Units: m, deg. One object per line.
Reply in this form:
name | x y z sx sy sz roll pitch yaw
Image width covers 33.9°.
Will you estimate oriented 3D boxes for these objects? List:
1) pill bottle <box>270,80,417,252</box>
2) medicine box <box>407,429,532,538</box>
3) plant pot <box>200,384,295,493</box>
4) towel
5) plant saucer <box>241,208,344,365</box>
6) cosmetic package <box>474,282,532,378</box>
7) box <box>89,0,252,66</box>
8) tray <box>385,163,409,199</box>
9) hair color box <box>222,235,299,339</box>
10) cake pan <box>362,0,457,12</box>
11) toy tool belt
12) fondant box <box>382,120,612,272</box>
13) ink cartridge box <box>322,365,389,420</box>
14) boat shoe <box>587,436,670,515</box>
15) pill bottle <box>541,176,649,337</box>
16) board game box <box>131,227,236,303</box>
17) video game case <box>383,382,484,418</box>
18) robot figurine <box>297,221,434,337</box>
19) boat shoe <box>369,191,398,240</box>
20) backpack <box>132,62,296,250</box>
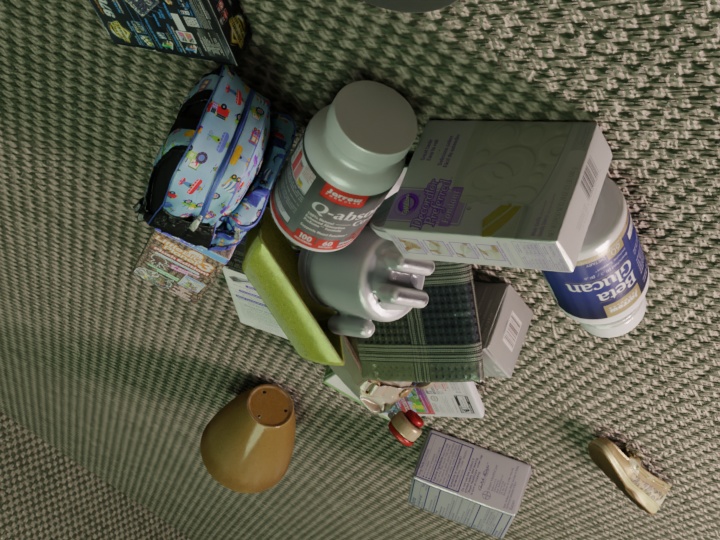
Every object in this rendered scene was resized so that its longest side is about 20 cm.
pill bottle | -0.019 -0.114 1.302 0.116 0.116 0.200 26 146 -7
medicine box | 0.198 0.397 2.189 0.200 0.103 0.182 20 156 8
plant pot | -0.200 0.309 2.300 0.186 0.187 0.200 25 142 -5
towel | 0.069 0.051 1.538 0.200 0.035 0.193 -2 101 38
plant saucer | -0.096 0.025 1.540 0.200 0.048 0.200 57 -174 -15
cosmetic package | 0.120 0.077 1.599 0.200 0.107 0.090 1 148 36
box | -0.212 -0.297 1.196 0.159 0.046 0.200 13 154 21
tray | 0.109 -0.093 1.361 0.200 0.022 0.107 6 150 33
hair color box | -0.136 0.030 1.779 0.109 0.065 0.200 19 157 12
cake pan | 0.023 -0.292 1.009 0.200 0.037 0.200 19 156 9
toy tool belt | 0.045 0.142 1.713 0.200 0.123 0.125 47 -170 14
fondant box | 0.139 -0.080 1.210 0.200 0.144 0.058 5 151 35
ink cartridge box | 0.053 0.166 1.915 0.145 0.048 0.200 33 139 -22
boat shoe | 0.429 0.316 1.885 0.200 0.063 0.073 47 173 -37
pill bottle | 0.254 -0.010 1.294 0.111 0.111 0.200 8 152 30
board game box | -0.203 -0.071 1.515 0.097 0.160 0.200 27 156 -10
video game case | 0.085 0.167 1.847 0.182 0.023 0.200 -1 141 22
robot figurine | 0.000 0.000 1.473 0.113 0.170 0.200 15 179 -43
boat shoe | 0.097 -0.058 1.330 0.200 0.072 0.062 -6 141 43
backpack | -0.154 -0.129 1.314 0.134 0.183 0.200 25 159 -10
